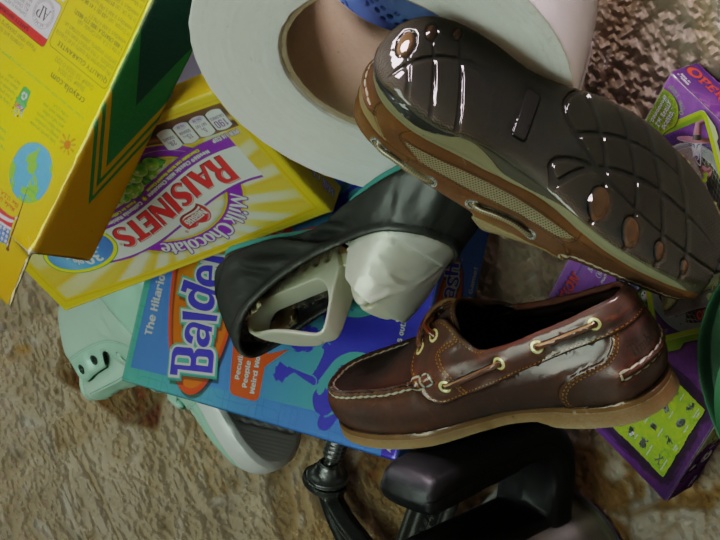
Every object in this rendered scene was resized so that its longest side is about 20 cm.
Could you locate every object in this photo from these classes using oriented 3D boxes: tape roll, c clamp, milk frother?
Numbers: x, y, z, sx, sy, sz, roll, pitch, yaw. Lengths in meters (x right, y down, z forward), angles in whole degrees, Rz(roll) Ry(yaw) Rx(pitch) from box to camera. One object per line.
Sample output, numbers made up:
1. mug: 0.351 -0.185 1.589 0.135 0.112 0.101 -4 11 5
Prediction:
1. tape roll: 0.018 -0.127 1.444 0.201 0.071 0.203 10 143 8
2. c clamp: 0.011 0.084 1.647 0.171 0.027 0.201 40 129 40
3. milk frother: 0.088 0.190 1.492 0.200 0.188 0.181 39 124 25

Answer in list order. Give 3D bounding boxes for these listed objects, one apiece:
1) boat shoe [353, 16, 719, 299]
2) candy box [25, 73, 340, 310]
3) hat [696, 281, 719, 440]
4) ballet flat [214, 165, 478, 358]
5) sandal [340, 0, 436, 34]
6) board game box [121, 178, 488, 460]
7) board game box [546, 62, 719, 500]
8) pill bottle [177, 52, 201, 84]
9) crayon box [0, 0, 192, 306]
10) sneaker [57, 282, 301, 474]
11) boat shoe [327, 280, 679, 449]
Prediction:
1. boat shoe: 0.085 -0.050 1.407 0.199 0.076 0.074 34 147 -9
2. candy box: -0.118 -0.043 1.579 0.199 0.027 0.102 -20 129 33
3. hat: 0.191 0.084 1.328 0.165 0.176 0.201 -3 111 37
4. ballet flat: 0.000 0.000 1.499 0.200 0.068 0.069 -26 55 44
5. sandal: 0.017 -0.184 1.493 0.079 0.087 0.201 40 132 26
6. board game box: -0.031 0.011 1.595 0.199 0.045 0.153 13 91 36
7. board game box: 0.163 0.008 1.461 0.120 0.032 0.201 43 132 20
8. pill bottle: -0.150 -0.172 1.626 0.201 0.113 0.114 59 138 26
9. crayon box: -0.169 -0.096 1.531 0.127 0.051 0.201 39 109 33
10. sneaker: -0.112 0.062 1.731 0.118 0.073 0.201 -52 58 37
11. boat shoe: 0.064 0.042 1.450 0.199 0.071 0.071 -10 121 32
